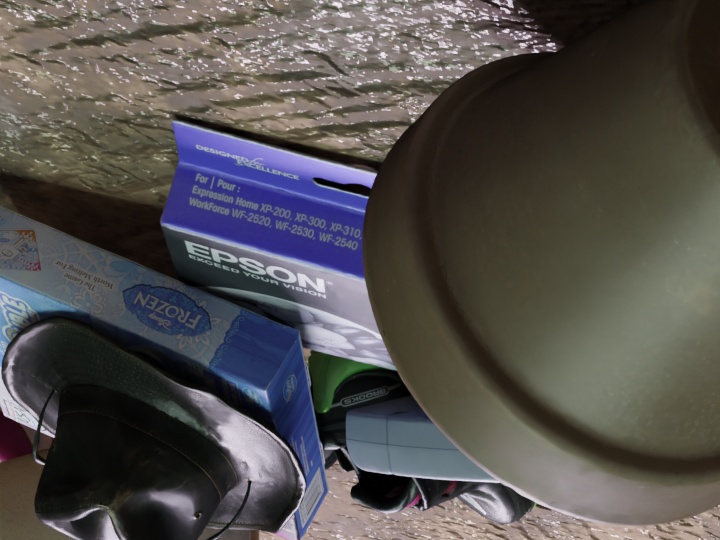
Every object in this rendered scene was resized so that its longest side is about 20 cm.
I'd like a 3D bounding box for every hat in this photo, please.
[{"bbox_3d":[-0.128,0.113,1.568,0.200,0.081,0.201,24,155,12],"label":"hat"}]

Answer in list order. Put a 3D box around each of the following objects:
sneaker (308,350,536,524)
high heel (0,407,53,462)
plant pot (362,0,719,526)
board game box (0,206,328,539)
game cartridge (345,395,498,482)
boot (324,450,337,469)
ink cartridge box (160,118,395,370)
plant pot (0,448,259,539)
[{"bbox_3d":[0.029,0.108,1.702,0.077,0.084,0.200,-1,155,43],"label":"sneaker"},{"bbox_3d":[-0.251,0.092,1.900,0.096,0.068,0.200,-5,149,25],"label":"high heel"},{"bbox_3d":[0.125,-0.024,1.126,0.200,0.201,0.175,22,144,-17],"label":"plant pot"},{"bbox_3d":[-0.120,0.058,1.606,0.198,0.043,0.200,23,155,16],"label":"board game box"},{"bbox_3d":[0.097,0.086,1.570,0.200,0.041,0.133,-1,-177,41],"label":"game cartridge"},{"bbox_3d":[-0.110,0.066,1.733,0.199,0.070,0.132,7,155,12],"label":"boot"},{"bbox_3d":[0.000,0.000,1.484,0.197,0.044,0.200,14,161,9],"label":"ink cartridge box"},{"bbox_3d":[-0.165,0.181,1.843,0.199,0.188,0.187,2,161,-1],"label":"plant pot"}]
